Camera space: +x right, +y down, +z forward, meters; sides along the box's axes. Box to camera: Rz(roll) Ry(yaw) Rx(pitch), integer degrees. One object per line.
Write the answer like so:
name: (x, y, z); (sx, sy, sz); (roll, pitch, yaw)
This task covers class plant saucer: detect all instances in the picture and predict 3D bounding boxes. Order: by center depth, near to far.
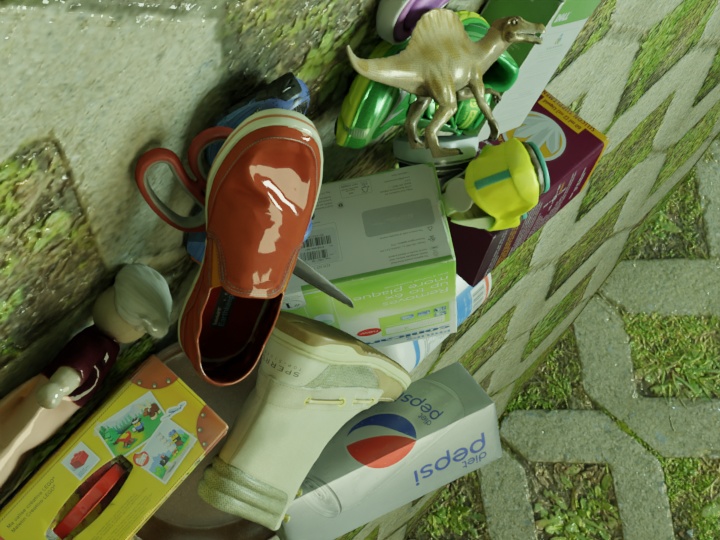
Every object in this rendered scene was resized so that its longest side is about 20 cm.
plant saucer: (-0.120, 0.141, 1.085); (0.200, 0.200, 0.034); (-48, -154, -5)

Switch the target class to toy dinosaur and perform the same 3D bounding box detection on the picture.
toy dinosaur: (0.050, -0.135, 0.938); (0.200, 0.058, 0.101); (-19, 111, -39)

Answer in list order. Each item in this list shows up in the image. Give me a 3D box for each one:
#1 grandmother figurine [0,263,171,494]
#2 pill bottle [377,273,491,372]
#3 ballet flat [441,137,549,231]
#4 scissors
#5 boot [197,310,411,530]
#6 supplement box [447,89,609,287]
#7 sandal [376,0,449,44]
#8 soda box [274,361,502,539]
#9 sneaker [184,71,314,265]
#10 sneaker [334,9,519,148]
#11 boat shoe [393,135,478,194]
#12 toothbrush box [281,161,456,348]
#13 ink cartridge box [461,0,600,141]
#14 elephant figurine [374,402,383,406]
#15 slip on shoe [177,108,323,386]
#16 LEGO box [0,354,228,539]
grandmother figurine: (-0.201, 0.077, 0.878); (0.200, 0.061, 0.121); (-49, -168, -11)
pill bottle: (0.031, 0.044, 1.329); (0.200, 0.112, 0.112); (-40, 162, -29)
ballet flat: (0.095, -0.061, 0.999); (0.067, 0.067, 0.200); (-22, 178, -2)
scissors: (-0.074, -0.020, 0.868); (0.073, 0.014, 0.200); (-32, 134, 3)
boot: (-0.041, 0.119, 1.003); (0.155, 0.072, 0.200); (-64, 155, 0)
supplement box: (0.141, -0.091, 1.315); (0.200, 0.110, 0.086); (-39, 161, -33)
sandal: (0.094, -0.231, 0.962); (0.203, 0.050, 0.082); (-45, 164, -8)
soda box: (0.014, 0.154, 1.080); (0.200, 0.063, 0.068); (-23, 130, -14)
sneaker: (-0.061, -0.056, 0.898); (0.075, 0.078, 0.200); (-40, 162, -33)
sneaker: (0.057, -0.142, 1.009); (0.200, 0.084, 0.074); (-35, 159, -41)
boat shoe: (0.060, -0.079, 1.106); (0.200, 0.070, 0.066); (-116, -156, -85)
toothbrush box: (0.000, 0.000, 1.066); (0.145, 0.086, 0.200); (-11, 162, 0)
ink cartridge box: (0.147, -0.212, 1.139); (0.104, 0.059, 0.200); (-25, 152, -57)
elephant figurine: (-0.042, 0.170, 1.197); (0.200, 0.142, 0.155); (-36, 124, 5)
slip on shoe: (-0.068, -0.010, 0.827); (0.074, 0.061, 0.200); (7, 123, -24)
LEGO box: (-0.199, 0.164, 0.929); (0.200, 0.077, 0.149); (-48, -174, -20)
